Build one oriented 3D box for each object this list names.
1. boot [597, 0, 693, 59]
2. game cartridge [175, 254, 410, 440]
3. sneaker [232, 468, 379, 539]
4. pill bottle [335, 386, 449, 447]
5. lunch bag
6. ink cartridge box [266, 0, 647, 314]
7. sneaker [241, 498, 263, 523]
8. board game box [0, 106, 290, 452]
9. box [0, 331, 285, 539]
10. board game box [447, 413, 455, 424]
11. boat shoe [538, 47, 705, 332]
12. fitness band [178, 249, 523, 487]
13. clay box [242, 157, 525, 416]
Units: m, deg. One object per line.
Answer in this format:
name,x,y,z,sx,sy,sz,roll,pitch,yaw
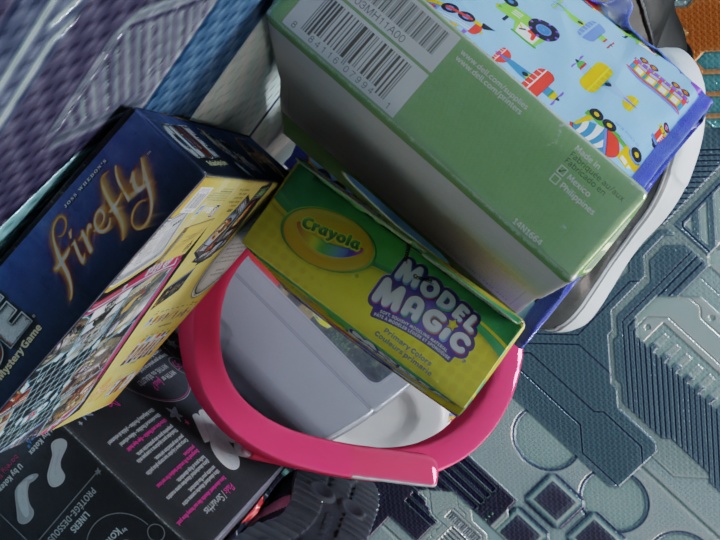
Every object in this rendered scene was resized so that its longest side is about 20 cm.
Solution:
boot,0.129,-0.136,0.923,0.198,0.073,0.163,-42,140,-17
game cartridge,0.000,0.000,0.870,0.200,0.133,0.041,-47,-173,-20
sneaker,-0.044,0.168,0.804,0.082,0.070,0.200,-57,174,21
pill bottle,0.005,0.031,1.056,0.112,0.111,0.201,-50,-158,32
lunch bag,0.085,-0.088,0.766,0.200,0.150,0.094,-46,170,-36
ink cartridge box,0.031,-0.047,0.623,0.048,0.145,0.200,-49,177,-4
sneaker,-0.083,0.091,1.003,0.200,0.115,0.078,-49,176,20
board game box,-0.093,0.004,0.585,0.136,0.035,0.200,-48,177,5
box,-0.128,0.124,0.818,0.132,0.115,0.200,-49,176,17
board game box,0.003,0.067,1.132,0.126,0.200,0.035,-23,128,-9
boat shoe,0.134,-0.039,0.883,0.056,0.069,0.201,-4,133,-33
fitness band,-0.003,0.038,0.815,0.037,0.199,0.145,-11,-112,63
clay box,0.012,0.013,0.678,0.048,0.115,0.200,-53,173,-3
